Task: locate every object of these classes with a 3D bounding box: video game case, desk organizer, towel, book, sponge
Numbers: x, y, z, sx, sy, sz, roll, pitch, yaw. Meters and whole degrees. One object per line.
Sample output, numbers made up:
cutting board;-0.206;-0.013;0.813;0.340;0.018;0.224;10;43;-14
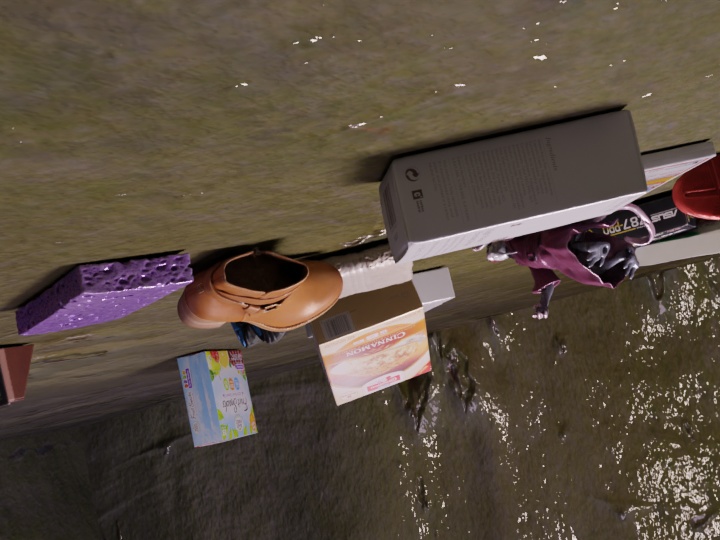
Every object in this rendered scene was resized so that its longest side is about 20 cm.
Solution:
video game case;0.270;-0.092;1.286;0.141;0.018;0.200;-12;173;-13
desk organizer;-0.499;0.149;1.501;0.198;0.073;0.077;-16;175;22
towel;0.000;0.000;1.442;0.131;0.035;0.200;-15;172;-1
book;0.496;-0.055;1.743;0.133;0.049;0.199;-12;-171;38
sponge;-0.249;0.025;1.154;0.111;0.030;0.199;-9;172;-34

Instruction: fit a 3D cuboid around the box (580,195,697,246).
box;0.350;-0.053;1.638;0.198;0.050;0.161;-17;176;19

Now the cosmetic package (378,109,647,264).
cosmetic package;0.119;-0.065;0.972;0.197;0.075;0.102;-12;174;-6

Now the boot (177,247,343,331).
boot;-0.081;0.015;1.242;0.198;0.075;0.155;-13;170;-28

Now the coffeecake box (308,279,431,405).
coffeecake box;0.014;0.096;1.705;0.152;0.074;0.201;-20;150;-5

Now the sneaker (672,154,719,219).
sneaker;0.425;-0.089;1.378;0.198;0.079;0.115;-10;171;-17

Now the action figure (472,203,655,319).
action figure;0.223;-0.035;1.431;0.199;0.134;0.149;7;-128;51

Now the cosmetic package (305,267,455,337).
cosmetic package;0.024;0.049;1.813;0.198;0.052;0.151;-11;170;-18

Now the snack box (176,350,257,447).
snack box;-0.270;0.240;2.290;0.067;0.171;0.200;-14;173;14

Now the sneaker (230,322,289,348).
sneaker;-0.110;0.046;1.512;0.081;0.074;0.200;-28;-176;-18
